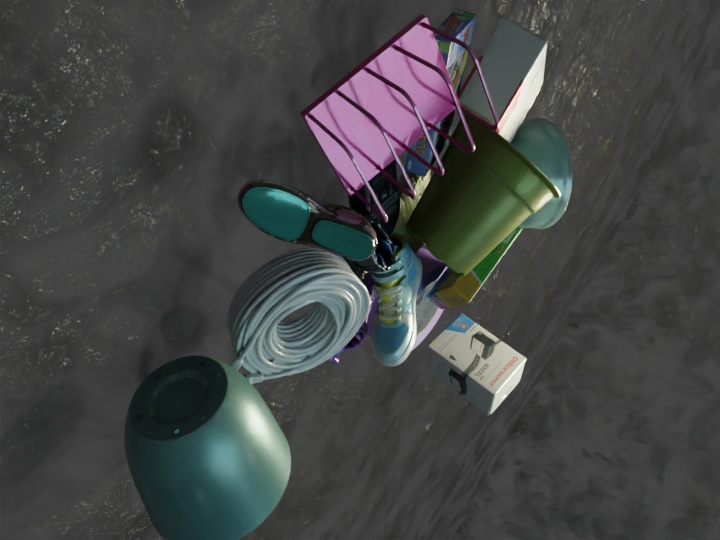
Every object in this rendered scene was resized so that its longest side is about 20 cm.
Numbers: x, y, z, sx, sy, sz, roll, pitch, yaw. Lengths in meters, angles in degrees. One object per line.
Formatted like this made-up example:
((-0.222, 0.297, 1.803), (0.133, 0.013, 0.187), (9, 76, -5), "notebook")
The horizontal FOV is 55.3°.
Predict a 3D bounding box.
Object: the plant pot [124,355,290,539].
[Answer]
((-0.198, 0.207, 0.850), (0.200, 0.198, 0.164), (-40, 137, -29), "plant pot")

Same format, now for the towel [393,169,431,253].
((0.075, -0.083, 1.168), (0.149, 0.036, 0.201), (-49, 153, -14), "towel")

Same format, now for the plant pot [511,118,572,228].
((0.277, -0.173, 1.275), (0.130, 0.202, 0.204), (-8, 132, -22), "plant pot")

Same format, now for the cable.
((-0.085, 0.061, 0.943), (0.196, 0.070, 0.203), (0, 130, -36), "cable")

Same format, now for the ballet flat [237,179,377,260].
((-0.068, -0.070, 0.877), (0.195, 0.072, 0.070), (19, 116, -24), "ballet flat")

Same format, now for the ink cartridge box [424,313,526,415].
((0.273, 0.221, 1.641), (0.144, 0.198, 0.085), (-36, 148, -33), "ink cartridge box")

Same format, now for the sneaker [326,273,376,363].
((-0.015, 0.079, 1.131), (0.200, 0.087, 0.082), (-43, 149, -29), "sneaker")

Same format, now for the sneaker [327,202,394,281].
((0.000, 0.000, 1.009), (0.074, 0.109, 0.203), (-53, 147, -36), "sneaker")

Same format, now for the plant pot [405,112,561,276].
((0.170, -0.103, 1.053), (0.191, 0.200, 0.199), (-51, 154, 10), "plant pot")

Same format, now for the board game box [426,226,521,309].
((0.192, -0.009, 1.198), (0.154, 0.040, 0.200), (-53, -179, -9), "board game box")

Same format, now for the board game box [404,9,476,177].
((0.117, -0.259, 1.007), (0.136, 0.034, 0.204), (-55, 159, -50), "board game box")

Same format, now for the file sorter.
((0.056, -0.181, 0.850), (0.199, 0.126, 0.140), (-39, 133, -4), "file sorter")

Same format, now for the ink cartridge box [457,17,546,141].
((0.229, -0.289, 1.112), (0.150, 0.084, 0.200), (-60, 168, 4), "ink cartridge box")

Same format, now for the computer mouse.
((0.018, -0.137, 1.006), (0.138, 0.052, 0.205), (-38, 138, -40), "computer mouse")

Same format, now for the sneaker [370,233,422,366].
((0.042, 0.036, 1.077), (0.131, 0.077, 0.205), (55, 37, -54), "sneaker")

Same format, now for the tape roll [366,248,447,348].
((0.098, 0.062, 1.329), (0.199, 0.065, 0.203), (-41, 149, -31), "tape roll")
